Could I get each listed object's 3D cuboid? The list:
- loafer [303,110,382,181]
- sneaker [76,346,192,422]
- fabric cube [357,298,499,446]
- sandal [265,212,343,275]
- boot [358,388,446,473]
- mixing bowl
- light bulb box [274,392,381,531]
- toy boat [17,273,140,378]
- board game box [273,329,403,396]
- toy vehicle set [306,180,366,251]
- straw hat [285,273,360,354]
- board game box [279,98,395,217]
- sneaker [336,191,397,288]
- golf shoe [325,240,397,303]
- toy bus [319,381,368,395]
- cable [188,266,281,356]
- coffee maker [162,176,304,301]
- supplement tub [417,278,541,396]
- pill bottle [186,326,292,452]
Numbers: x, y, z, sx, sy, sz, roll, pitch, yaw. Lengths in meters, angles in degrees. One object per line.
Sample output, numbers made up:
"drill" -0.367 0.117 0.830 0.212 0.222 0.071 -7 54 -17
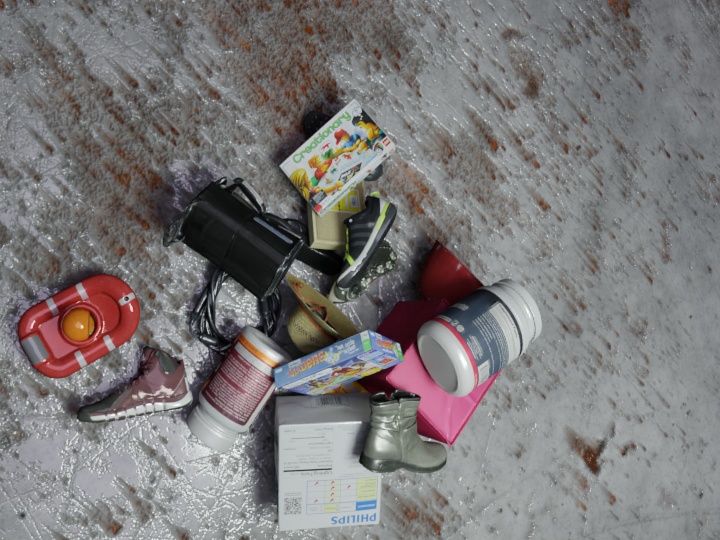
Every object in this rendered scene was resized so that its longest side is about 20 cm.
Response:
"loafer" -0.035 -0.251 1.280 0.199 0.070 0.069 41 103 13
"sneaker" -0.400 0.197 1.109 0.195 0.075 0.120 -5 83 -34
"fabric cube" 0.126 0.198 1.261 0.197 0.198 0.201 46 71 -14
"sandal" -0.120 -0.059 1.252 0.198 0.075 0.049 34 49 -25
"boot" 0.090 0.280 1.101 0.196 0.067 0.135 9 97 -36
"mixing bowl" 0.192 0.047 1.320 0.109 0.200 0.200 -46 104 2
"light bulb box" -0.062 0.350 1.164 0.191 0.125 0.207 0 102 -10
"toy boat" -0.466 0.090 1.049 0.197 0.130 0.133 -31 98 -22
"board game box" -0.037 0.167 1.104 0.135 0.196 0.035 32 39 -58
"toy vehicle set" -0.047 -0.137 1.265 0.121 0.027 0.206 6 63 -23
"straw hat" -0.087 0.105 1.156 0.200 0.201 0.085 41 95 -15
"board game box" -0.044 -0.218 1.215 0.199 0.035 0.127 -42 76 -2
"sneaker" -0.005 -0.060 1.202 0.081 0.072 0.203 29 70 7
"golf shoe" 0.000 0.000 1.293 0.199 0.087 0.078 -37 94 -44
"toy bus" -0.035 0.254 1.259 0.200 0.065 0.079 45 71 -14
"cable" -0.224 0.066 1.199 0.161 0.051 0.204 32 74 -18
"coffee maker" -0.220 -0.043 1.121 0.198 0.135 0.194 34 54 0
"supplement tub" 0.211 0.116 1.121 0.197 0.140 0.144 -29 97 -23
"pill bottle" -0.221 0.215 1.141 0.113 0.114 0.202 36 87 -16
